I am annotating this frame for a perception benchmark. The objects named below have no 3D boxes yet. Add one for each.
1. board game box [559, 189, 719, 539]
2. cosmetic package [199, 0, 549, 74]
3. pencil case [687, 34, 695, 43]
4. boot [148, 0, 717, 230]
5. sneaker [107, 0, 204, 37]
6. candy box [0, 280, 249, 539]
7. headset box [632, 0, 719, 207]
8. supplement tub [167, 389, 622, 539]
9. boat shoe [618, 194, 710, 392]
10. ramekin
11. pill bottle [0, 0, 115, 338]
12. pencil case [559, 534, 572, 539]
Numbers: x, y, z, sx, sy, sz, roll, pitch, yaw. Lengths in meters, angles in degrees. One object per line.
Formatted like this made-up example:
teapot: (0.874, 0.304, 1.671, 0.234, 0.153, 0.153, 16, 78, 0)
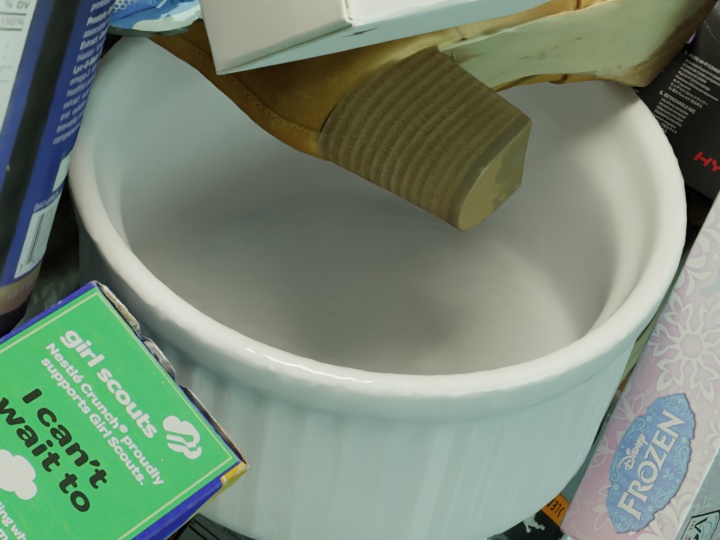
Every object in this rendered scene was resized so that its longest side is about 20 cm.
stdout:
board game box: (0.165, 0.002, 1.011, 0.199, 0.043, 0.201, -7, 125, -60)
cosmetic package: (-0.002, -0.164, 0.798, 0.107, 0.085, 0.201, -13, 91, -31)
pencil case: (0.078, -0.169, 1.007, 0.200, 0.085, 0.084, 84, 18, -48)
boot: (0.032, -0.108, 0.948, 0.201, 0.144, 0.071, -41, 158, -33)
sneaker: (-0.041, -0.161, 0.884, 0.200, 0.078, 0.089, -57, 137, -11)
candy box: (-0.151, 0.104, 0.793, 0.169, 0.077, 0.200, -40, 178, 40)
headset box: (0.165, -0.121, 1.104, 0.200, 0.148, 0.075, -59, 149, 3)
supplement tub: (0.002, 0.100, 1.106, 0.200, 0.122, 0.123, -54, 147, -4)
boat shoe: (0.139, 0.004, 1.205, 0.072, 0.076, 0.200, 21, 127, -20)
ramekin: (0.000, 0.000, 0.955, 0.200, 0.200, 0.098, -29, 146, -35)
pill bottle: (-0.121, -0.084, 0.796, 0.112, 0.112, 0.201, -8, 124, -49)
pencil case: (0.149, 0.072, 1.310, 0.200, 0.083, 0.091, -47, 133, -15)
